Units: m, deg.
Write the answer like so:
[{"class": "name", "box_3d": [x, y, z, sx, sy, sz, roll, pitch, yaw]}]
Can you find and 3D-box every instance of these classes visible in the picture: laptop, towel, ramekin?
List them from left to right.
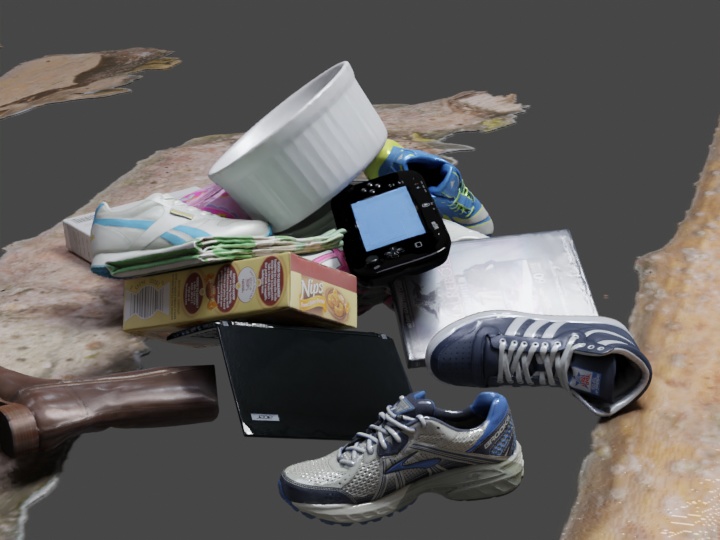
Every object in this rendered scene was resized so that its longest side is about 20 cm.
[{"class": "towel", "box_3d": [-0.130, -0.017, 1.209, 0.152, 0.024, 0.199, -11, -2, 42]}, {"class": "laptop", "box_3d": [-0.061, 0.103, 1.110, 0.176, 0.105, 0.199, 7, -11, -28]}, {"class": "ramekin", "box_3d": [-0.064, -0.133, 1.380, 0.200, 0.098, 0.201, -37, 14, 11]}]

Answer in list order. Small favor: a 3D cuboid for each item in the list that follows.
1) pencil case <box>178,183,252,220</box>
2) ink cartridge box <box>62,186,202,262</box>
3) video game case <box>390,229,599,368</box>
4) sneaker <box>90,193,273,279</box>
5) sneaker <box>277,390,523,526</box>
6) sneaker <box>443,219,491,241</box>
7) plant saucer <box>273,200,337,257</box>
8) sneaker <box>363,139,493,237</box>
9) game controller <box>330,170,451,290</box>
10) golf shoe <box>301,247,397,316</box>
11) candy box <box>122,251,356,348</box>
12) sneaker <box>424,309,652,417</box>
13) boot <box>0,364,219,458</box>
[{"class": "pencil case", "box_3d": [-0.193, -0.048, 1.449, 0.199, 0.088, 0.087, -34, 34, -32]}, {"class": "ink cartridge box", "box_3d": [-0.250, -0.051, 1.570, 0.199, 0.045, 0.176, -18, 24, -33]}, {"class": "video game case", "box_3d": [0.132, 0.026, 1.245, 0.198, 0.019, 0.144, -6, 51, -8]}, {"class": "sneaker", "box_3d": [-0.193, -0.043, 1.334, 0.197, 0.082, 0.077, -5, -14, -2]}, {"class": "sneaker", "box_3d": [0.030, 0.136, 0.968, 0.198, 0.086, 0.077, -10, 21, -14]}, {"class": "sneaker", "box_3d": [0.100, -0.022, 1.374, 0.198, 0.074, 0.071, 10, -2, 29]}, {"class": "plant saucer", "box_3d": [-0.059, -0.047, 1.435, 0.198, 0.051, 0.201, -20, 24, 9]}, {"class": "sneaker", "box_3d": [0.094, -0.079, 1.435, 0.199, 0.076, 0.105, 30, -5, -27]}, {"class": "game controller", "box_3d": [0.029, -0.047, 1.263, 0.103, 0.042, 0.201, -25, 30, 4]}, {"class": "golf shoe", "box_3d": [0.000, 0.000, 1.319, 0.197, 0.073, 0.093, 1, 53, -1]}, {"class": "candy box", "box_3d": [-0.115, 0.032, 1.181, 0.198, 0.056, 0.115, -8, -15, 31]}, {"class": "sneaker", "box_3d": [0.162, 0.084, 1.107, 0.197, 0.071, 0.109, -3, 18, -7]}, {"class": "boot", "box_3d": [-0.239, 0.110, 1.123, 0.198, 0.065, 0.186, -11, 21, -28]}]
